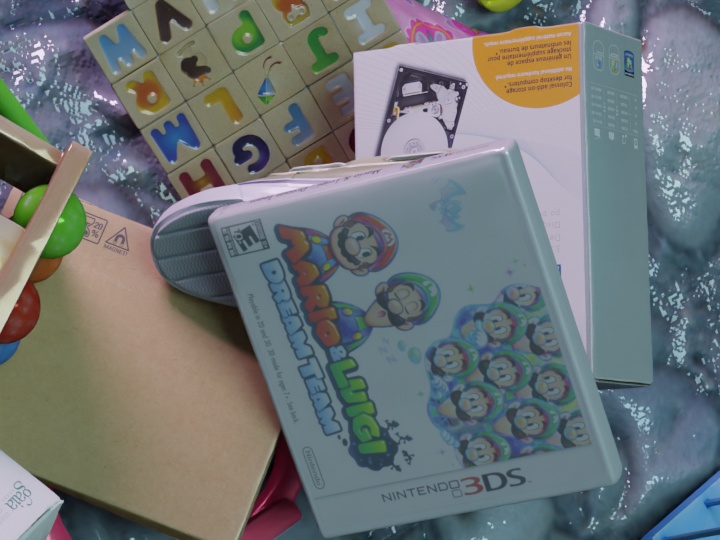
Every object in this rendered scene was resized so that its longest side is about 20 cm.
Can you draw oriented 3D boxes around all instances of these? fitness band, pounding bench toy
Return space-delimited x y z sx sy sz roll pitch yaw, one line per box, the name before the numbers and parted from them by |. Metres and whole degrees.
fitness band | -0.112 0.112 1.617 0.199 0.037 0.144 -31 95 -31
pounding bench toy | -0.221 -0.057 1.510 0.155 0.124 0.201 29 68 -9

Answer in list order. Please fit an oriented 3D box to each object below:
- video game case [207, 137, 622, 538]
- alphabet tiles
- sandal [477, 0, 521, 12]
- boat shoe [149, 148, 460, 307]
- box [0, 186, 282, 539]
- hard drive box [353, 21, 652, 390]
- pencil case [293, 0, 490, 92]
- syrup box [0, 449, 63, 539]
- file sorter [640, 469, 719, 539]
video game case | 0.030 0.041 1.507 0.201 0.181 0.024 71 24 -16
alphabet tiles | -0.061 -0.126 1.633 0.166 0.006 0.201 -31 117 0
sandal | 0.073 -0.240 1.720 0.200 0.087 0.080 35 55 -43
boat shoe | -0.020 -0.025 1.547 0.062 0.199 0.072 -57 137 -59
box | -0.135 0.054 1.569 0.199 0.021 0.164 21 70 3
hard drive box | 0.081 -0.030 1.577 0.077 0.155 0.202 8 79 -58
pencil case | 0.040 -0.123 1.716 0.199 0.087 0.088 21 72 -27
syrup box | -0.264 0.103 1.453 0.200 0.082 0.079 39 43 5
file sorter | 0.311 0.174 1.789 0.200 0.122 0.139 -35 100 -35
